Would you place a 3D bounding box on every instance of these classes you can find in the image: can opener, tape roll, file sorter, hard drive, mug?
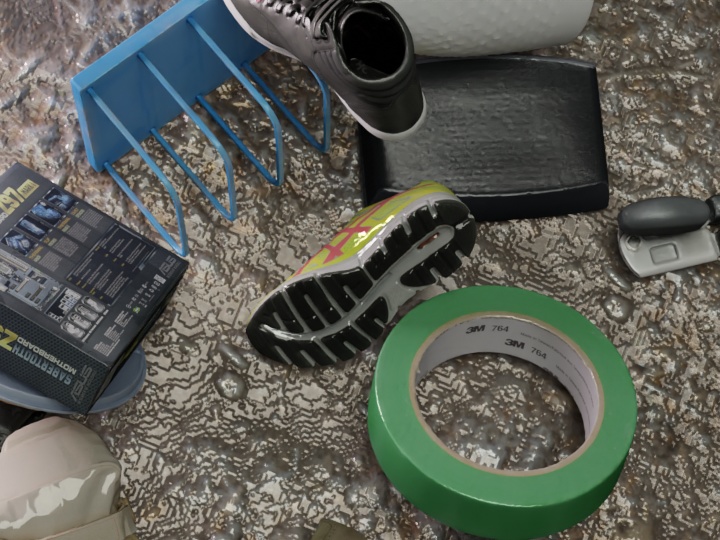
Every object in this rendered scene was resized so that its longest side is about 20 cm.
[{"bbox_3d":[0.296,-0.039,1.750,0.198,0.066,0.053,-11,77,-16],"label":"can opener"},{"bbox_3d":[0.106,0.104,1.652,0.198,0.048,0.202,4,52,-5],"label":"tape roll"},{"bbox_3d":[-0.097,-0.127,1.660,0.199,0.139,0.123,-38,73,-15],"label":"file sorter"},{"bbox_3d":[0.098,-0.109,1.745,0.198,0.042,0.136,-2,77,-9],"label":"hard drive"},{"bbox_3d":[0.080,-0.248,1.681,0.174,0.200,0.149,-9,69,-21],"label":"mug"}]

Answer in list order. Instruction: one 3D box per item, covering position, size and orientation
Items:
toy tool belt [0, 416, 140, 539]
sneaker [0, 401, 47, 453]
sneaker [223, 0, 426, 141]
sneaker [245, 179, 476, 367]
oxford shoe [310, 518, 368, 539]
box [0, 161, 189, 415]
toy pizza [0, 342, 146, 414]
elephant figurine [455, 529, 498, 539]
[{"bbox_3d":[-0.254,0.202,1.576,0.199,0.125,0.124,-23,124,-14],"label":"toy tool belt"},{"bbox_3d":[-0.293,0.122,1.619,0.104,0.060,0.201,32,63,1],"label":"sneaker"},{"bbox_3d":[-0.028,-0.183,1.561,0.200,0.099,0.071,43,75,13],"label":"sneaker"},{"bbox_3d":[0.000,0.000,1.687,0.199,0.090,0.078,-31,115,10],"label":"sneaker"},{"bbox_3d":[-0.058,0.273,1.629,0.075,0.071,0.200,33,74,28],"label":"oxford shoe"},{"bbox_3d":[-0.226,0.009,1.598,0.157,0.200,0.051,31,114,-1],"label":"box"},{"bbox_3d":[-0.250,0.046,1.605,0.199,0.200,0.032,27,115,-1],"label":"toy pizza"},{"bbox_3d":[0.082,0.262,1.594,0.200,0.155,0.142,39,96,25],"label":"elephant figurine"}]
